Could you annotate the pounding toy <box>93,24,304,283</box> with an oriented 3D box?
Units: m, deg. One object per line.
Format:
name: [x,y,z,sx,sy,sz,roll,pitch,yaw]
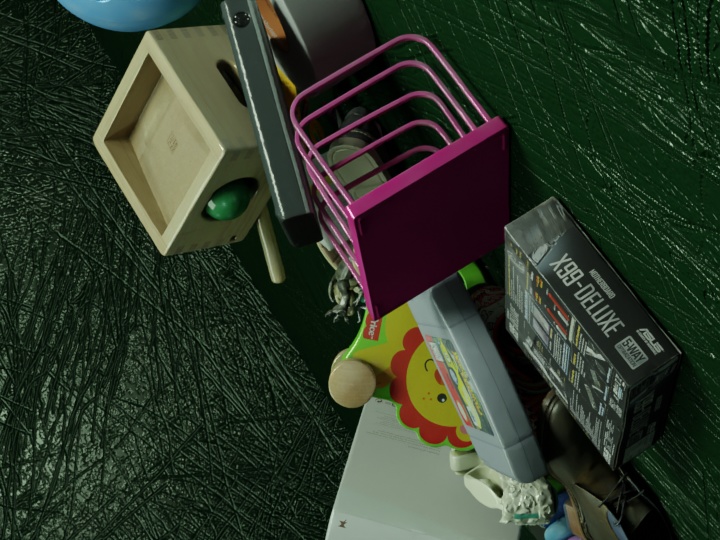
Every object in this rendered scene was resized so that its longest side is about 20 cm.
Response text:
pounding toy: [-0.141,-0.106,1.560,0.200,0.142,0.184,56,135,22]

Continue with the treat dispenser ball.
treat dispenser ball: [-0.239,-0.348,1.632,0.201,0.201,0.201,56,171,14]

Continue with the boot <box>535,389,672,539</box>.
boot: [0.224,0.185,1.424,0.097,0.075,0.200,24,150,43]

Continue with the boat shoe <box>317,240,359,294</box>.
boat shoe: [0.005,-0.009,1.888,0.200,0.072,0.065,50,170,8]

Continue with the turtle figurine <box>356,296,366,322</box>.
turtle figurine: [0.066,0.048,1.657,0.150,0.101,0.200,44,152,33]

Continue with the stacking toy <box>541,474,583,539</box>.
stacking toy: [0.195,0.214,1.599,0.200,0.085,0.085,60,172,15]

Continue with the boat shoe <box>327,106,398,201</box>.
boat shoe: [0.022,-0.089,1.624,0.200,0.073,0.063,61,-145,-51]

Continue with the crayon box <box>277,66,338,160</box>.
crayon box: [-0.122,-0.181,1.624,0.200,0.058,0.119,7,115,36]

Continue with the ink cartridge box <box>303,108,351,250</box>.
ink cartridge box: [-0.065,-0.139,1.772,0.200,0.083,0.145,63,169,-29]

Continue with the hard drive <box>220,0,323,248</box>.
hard drive: [-0.077,-0.127,1.398,0.140,0.033,0.200,76,179,-81]

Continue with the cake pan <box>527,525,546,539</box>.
cake pan: [0.213,0.269,1.798,0.200,0.037,0.200,56,170,14]

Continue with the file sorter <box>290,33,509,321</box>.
file sorter: [0.030,-0.078,1.293,0.125,0.139,0.200,56,171,23]

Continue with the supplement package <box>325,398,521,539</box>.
supplement package: [0.067,0.264,1.660,0.200,0.191,0.147,-70,-6,-56]

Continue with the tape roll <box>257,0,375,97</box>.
tape roll: [-0.066,-0.259,1.436,0.200,0.066,0.200,57,171,14]

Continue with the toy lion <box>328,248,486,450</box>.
toy lion: [0.073,0.070,1.529,0.069,0.192,0.200,-81,1,-81]

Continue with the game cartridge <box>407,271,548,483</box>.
game cartridge: [0.103,0.095,1.425,0.200,0.041,0.133,65,167,-4]

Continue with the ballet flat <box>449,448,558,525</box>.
ballet flat: [0.126,0.190,1.567,0.072,0.072,0.200,63,171,-28]

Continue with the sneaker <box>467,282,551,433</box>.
sneaker: [0.158,0.109,1.460,0.201,0.067,0.108,63,173,-14]

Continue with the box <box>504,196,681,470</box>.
box: [0.176,0.054,1.238,0.158,0.050,0.200,54,170,24]

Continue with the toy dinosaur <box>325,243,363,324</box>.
toy dinosaur: [0.000,0.000,1.609,0.200,0.047,0.088,119,161,-49]
